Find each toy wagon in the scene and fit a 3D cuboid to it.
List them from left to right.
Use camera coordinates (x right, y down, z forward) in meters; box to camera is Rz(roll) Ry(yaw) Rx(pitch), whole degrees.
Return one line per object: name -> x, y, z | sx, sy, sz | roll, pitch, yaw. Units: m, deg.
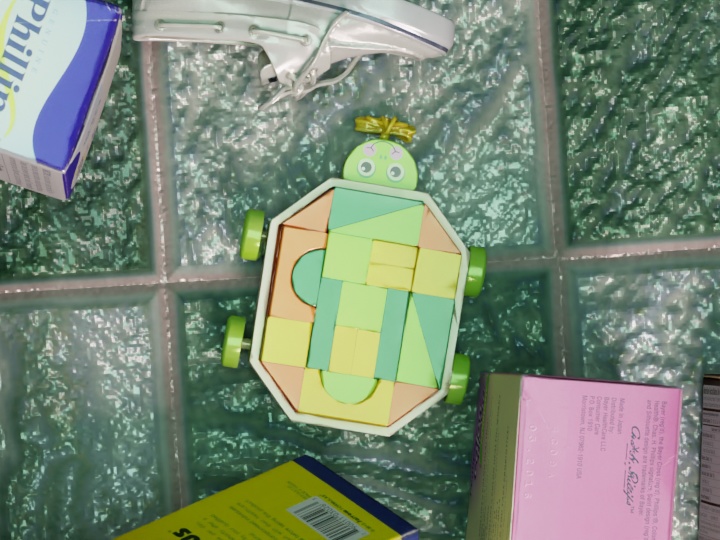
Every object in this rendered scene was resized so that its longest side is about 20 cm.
toy wagon -> 0.000, 0.000, 1.707 | 0.155, 0.040, 0.200 | 9, 88, -5

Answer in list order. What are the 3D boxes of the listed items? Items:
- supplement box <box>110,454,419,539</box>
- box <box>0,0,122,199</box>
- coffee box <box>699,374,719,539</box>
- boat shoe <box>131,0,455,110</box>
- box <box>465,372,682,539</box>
supplement box -> -0.075, 0.208, 1.604 | 0.200, 0.109, 0.109 | -21, 126, -35
box -> -0.250, -0.128, 1.618 | 0.200, 0.184, 0.105 | 20, 85, -4
coffee box -> 0.274, 0.166, 1.697 | 0.114, 0.080, 0.200 | 3, 88, -5
boat shoe -> -0.046, -0.139, 1.690 | 0.202, 0.075, 0.086 | 12, 87, -2
box -> 0.123, 0.152, 1.632 | 0.097, 0.200, 0.176 | 5, 88, -5
